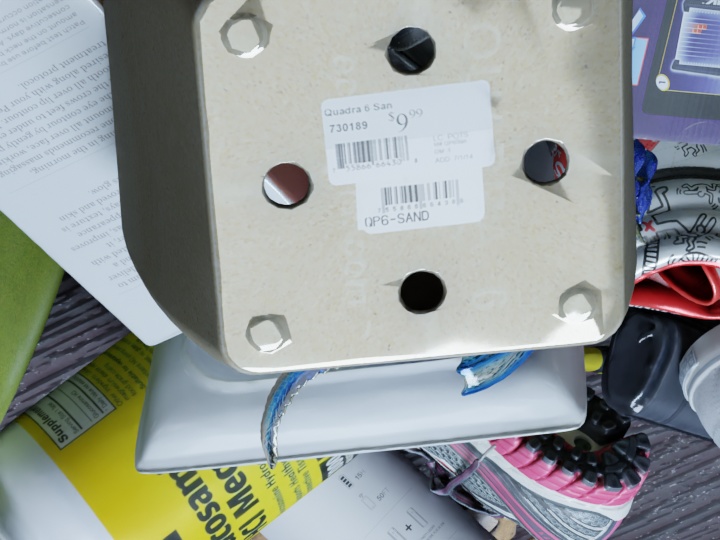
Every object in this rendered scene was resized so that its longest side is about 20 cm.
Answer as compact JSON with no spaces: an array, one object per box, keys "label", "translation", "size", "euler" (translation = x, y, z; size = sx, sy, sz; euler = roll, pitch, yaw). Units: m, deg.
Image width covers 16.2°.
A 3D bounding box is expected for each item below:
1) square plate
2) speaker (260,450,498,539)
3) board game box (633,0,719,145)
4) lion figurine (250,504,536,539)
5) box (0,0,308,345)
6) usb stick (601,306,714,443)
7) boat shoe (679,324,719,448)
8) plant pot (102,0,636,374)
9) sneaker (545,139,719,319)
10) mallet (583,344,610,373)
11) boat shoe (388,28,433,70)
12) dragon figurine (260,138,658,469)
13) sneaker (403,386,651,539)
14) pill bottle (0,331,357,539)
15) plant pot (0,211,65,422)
[{"label":"square plate","translation":[0.000,0.000,1.134],"size":[0.198,0.200,0.028],"euler":[-6,134,9]},{"label":"speaker","translation":[-0.012,0.115,1.284],"size":[0.200,0.081,0.081],"euler":[42,133,5]},{"label":"board game box","translation":[0.153,-0.149,0.997],"size":[0.165,0.057,0.200],"euler":[5,115,-17]},{"label":"lion figurine","translation":[0.016,0.145,1.386],"size":[0.200,0.073,0.123],"euler":[28,118,-16]},{"label":"box","translation":[-0.102,-0.095,1.065],"size":[0.106,0.153,0.200],"euler":[-24,133,23]},{"label":"usb stick","translation":[0.162,0.053,1.236],"size":[0.033,0.056,0.200],"euler":[16,178,24]},{"label":"boat shoe","translation":[0.248,0.043,1.152],"size":[0.199,0.069,0.072],"euler":[-9,144,-15]},{"label":"plant pot","translation":[0.010,-0.066,0.881],"size":[0.199,0.177,0.200],"euler":[-5,116,-4]},{"label":"sneaker","translation":[0.182,-0.036,1.120],"size":[0.201,0.108,0.067],"euler":[-6,157,-23]},{"label":"mallet","translation":[0.114,0.042,1.202],"size":[0.066,0.041,0.200],"euler":[-2,177,40]},{"label":"boat shoe","translation":[0.025,-0.129,1.089],"size":[0.071,0.064,0.200],"euler":[-28,130,29]},{"label":"dragon figurine","translation":[0.039,0.010,1.037],"size":[0.099,0.200,0.059],"euler":[33,168,30]},{"label":"sneaker","translation":[0.043,0.073,1.254],"size":[0.200,0.081,0.075],"euler":[34,133,14]},{"label":"pill bottle","translation":[-0.099,0.092,1.183],"size":[0.200,0.112,0.113],"euler":[-38,137,-13]},{"label":"plant pot","translation":[-0.228,0.012,1.159],"size":[0.200,0.193,0.201],"euler":[1,139,1]}]
